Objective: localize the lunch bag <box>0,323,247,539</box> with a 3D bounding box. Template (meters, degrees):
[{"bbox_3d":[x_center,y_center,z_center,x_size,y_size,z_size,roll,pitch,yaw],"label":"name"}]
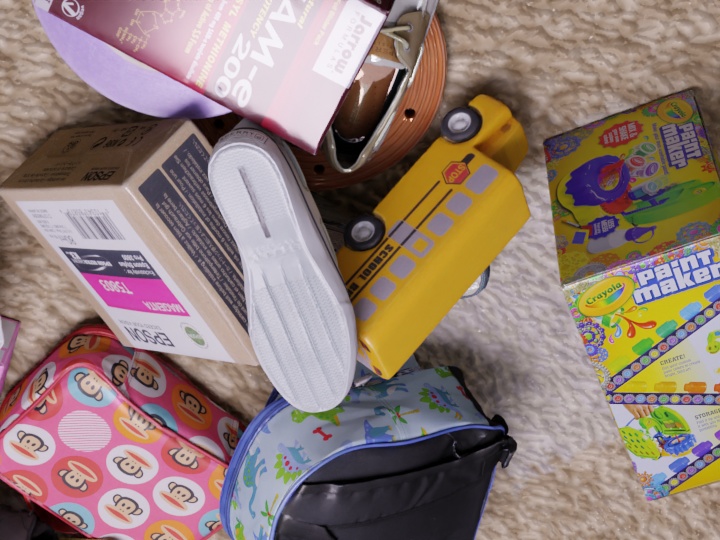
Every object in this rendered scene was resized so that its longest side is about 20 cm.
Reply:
[{"bbox_3d":[-0.201,0.157,1.285,0.200,0.082,0.176,40,116,-21],"label":"lunch bag"}]

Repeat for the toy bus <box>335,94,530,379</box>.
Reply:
[{"bbox_3d":[0.052,-0.027,1.103,0.200,0.078,0.065,-48,147,-14],"label":"toy bus"}]

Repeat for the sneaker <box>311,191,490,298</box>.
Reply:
[{"bbox_3d":[0.000,0.000,1.178,0.197,0.087,0.078,10,123,-4],"label":"sneaker"}]

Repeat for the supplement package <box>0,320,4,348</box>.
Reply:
[{"bbox_3d":[-0.369,0.026,1.129,0.198,0.109,0.115,-10,80,-22],"label":"supplement package"}]

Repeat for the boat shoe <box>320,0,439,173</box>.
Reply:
[{"bbox_3d":[0.014,-0.160,1.068,0.074,0.069,0.202,9,121,-4],"label":"boat shoe"}]

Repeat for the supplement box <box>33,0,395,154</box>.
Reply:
[{"bbox_3d":[-0.088,-0.170,0.974,0.198,0.061,0.110,27,115,-6],"label":"supplement box"}]

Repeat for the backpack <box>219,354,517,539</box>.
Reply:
[{"bbox_3d":[-0.009,0.161,1.218,0.198,0.147,0.185,-6,127,-33],"label":"backpack"}]

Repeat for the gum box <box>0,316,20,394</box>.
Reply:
[{"bbox_3d":[-0.384,0.074,1.248,0.198,0.066,0.114,18,119,-9],"label":"gum box"}]

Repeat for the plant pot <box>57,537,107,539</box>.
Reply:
[{"bbox_3d":[-0.276,0.360,1.319,0.198,0.177,0.201,-5,126,34],"label":"plant pot"}]

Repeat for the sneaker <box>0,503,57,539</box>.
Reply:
[{"bbox_3d":[-0.299,0.227,1.288,0.090,0.200,0.076,-36,134,-15],"label":"sneaker"}]

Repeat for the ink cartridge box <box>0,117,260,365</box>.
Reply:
[{"bbox_3d":[-0.147,-0.020,1.115,0.199,0.075,0.165,2,133,53],"label":"ink cartridge box"}]

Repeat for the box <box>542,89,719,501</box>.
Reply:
[{"bbox_3d":[0.221,0.014,1.112,0.121,0.201,0.194,-18,119,14],"label":"box"}]

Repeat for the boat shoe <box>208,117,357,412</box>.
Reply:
[{"bbox_3d":[-0.042,-0.007,1.026,0.073,0.067,0.202,-6,116,15],"label":"boat shoe"}]

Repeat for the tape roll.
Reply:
[{"bbox_3d":[-0.116,-0.209,1.039,0.197,0.085,0.202,3,114,6],"label":"tape roll"}]

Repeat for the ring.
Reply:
[{"bbox_3d":[-0.037,-0.149,1.128,0.197,0.019,0.203,1,121,2],"label":"ring"}]
